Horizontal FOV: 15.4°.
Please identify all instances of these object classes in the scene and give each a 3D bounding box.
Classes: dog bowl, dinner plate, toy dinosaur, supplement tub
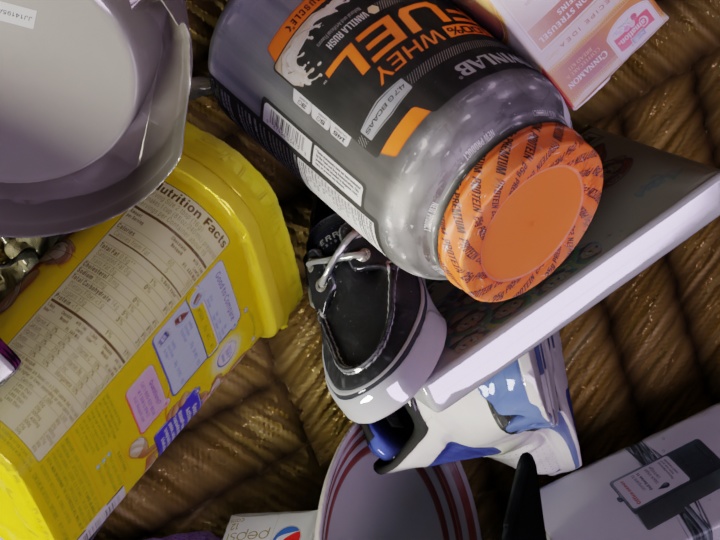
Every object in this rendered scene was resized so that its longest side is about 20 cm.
[{"bbox_3d":[-0.173,-0.110,1.280,0.199,0.059,0.200,3,131,4],"label":"dog bowl"},{"bbox_3d":[0.018,0.176,1.536,0.200,0.024,0.201,15,72,-58],"label":"dinner plate"},{"bbox_3d":[-0.159,-0.050,1.396,0.200,0.047,0.088,-51,126,-5],"label":"toy dinosaur"},{"bbox_3d":[0.024,-0.078,1.366,0.122,0.200,0.123,-30,143,-26],"label":"supplement tub"}]

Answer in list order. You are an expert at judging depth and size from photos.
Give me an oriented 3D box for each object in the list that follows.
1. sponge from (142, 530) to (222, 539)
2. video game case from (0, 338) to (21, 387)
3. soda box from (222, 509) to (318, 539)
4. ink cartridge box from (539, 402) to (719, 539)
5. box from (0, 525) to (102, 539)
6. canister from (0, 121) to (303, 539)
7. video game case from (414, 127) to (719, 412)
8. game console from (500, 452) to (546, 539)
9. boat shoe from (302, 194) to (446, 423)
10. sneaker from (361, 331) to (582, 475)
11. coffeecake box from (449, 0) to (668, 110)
[{"bbox_3d":[-0.160,0.208,1.478,0.200,0.030,0.112,-1,115,-49],"label":"sponge"},{"bbox_3d":[-0.293,0.036,1.254,0.181,0.036,0.200,-44,94,3],"label":"video game case"},{"bbox_3d":[-0.015,0.226,1.555,0.200,0.064,0.068,57,40,-37],"label":"soda box"},{"bbox_3d":[0.199,0.169,1.627,0.200,0.083,0.147,-24,141,-15],"label":"ink cartridge box"},{"bbox_3d":[-0.202,0.134,1.460,0.110,0.035,0.200,32,95,-34],"label":"box"},{"bbox_3d":[-0.128,0.039,1.367,0.200,0.086,0.149,-50,154,-22],"label":"canister"},{"bbox_3d":[0.088,-0.006,1.457,0.200,0.182,0.024,-34,109,-9],"label":"video game case"},{"bbox_3d":[0.047,0.230,1.496,0.175,0.116,0.200,-20,133,-9],"label":"game console"},{"bbox_3d":[0.000,0.000,1.413,0.072,0.200,0.068,-30,120,23],"label":"boat shoe"},{"bbox_3d":[0.059,0.073,1.516,0.115,0.081,0.199,-11,166,10],"label":"sneaker"},{"bbox_3d":[0.049,-0.194,1.367,0.073,0.154,0.200,-44,124,-2],"label":"coffeecake box"}]
